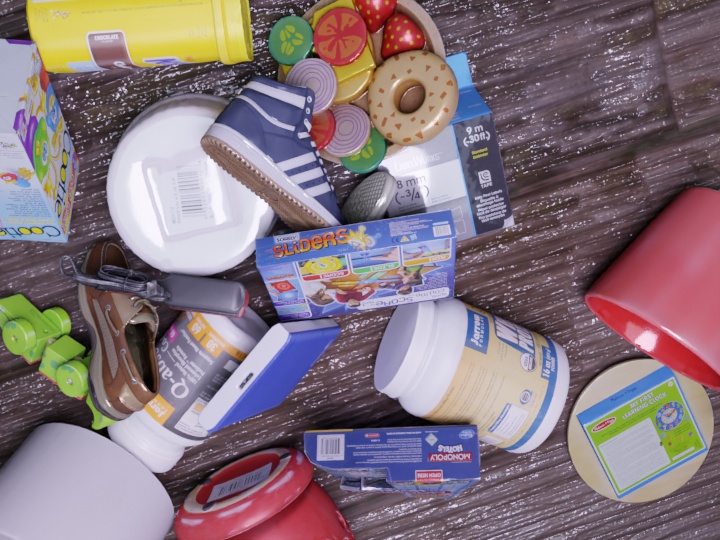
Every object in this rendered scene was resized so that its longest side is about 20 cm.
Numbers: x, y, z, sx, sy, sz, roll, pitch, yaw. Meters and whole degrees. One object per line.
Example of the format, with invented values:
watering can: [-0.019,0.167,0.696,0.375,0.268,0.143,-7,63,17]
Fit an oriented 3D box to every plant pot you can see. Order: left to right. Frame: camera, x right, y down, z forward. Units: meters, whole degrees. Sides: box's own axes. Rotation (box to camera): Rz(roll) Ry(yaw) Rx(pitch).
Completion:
plant pot: [-0.111,0.325,0.904,0.198,0.200,0.184,-22,97,-1]
plant pot: [0.395,0.014,0.891,0.200,0.200,0.178,36,89,-14]

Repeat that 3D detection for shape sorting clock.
shape sorting clock: [0.372,0.213,1.008,0.197,0.039,0.203,-1,105,-5]

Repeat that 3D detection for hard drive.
hard drive: [-0.094,0.111,0.848,0.025,0.200,0.132,41,97,11]

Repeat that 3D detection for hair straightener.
hair straightener: [-0.215,0.010,0.781,0.197,0.077,0.041,14,78,-3]

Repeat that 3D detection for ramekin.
ramekin: [-0.181,-0.090,0.834,0.198,0.098,0.203,-2,105,-7]

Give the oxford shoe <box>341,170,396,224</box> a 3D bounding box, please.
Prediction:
oxford shoe: [-0.004,-0.028,0.869,0.057,0.076,0.201,17,123,-20]

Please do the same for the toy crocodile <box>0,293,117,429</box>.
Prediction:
toy crocodile: [-0.342,0.097,0.855,0.199,0.067,0.062,36,114,9]

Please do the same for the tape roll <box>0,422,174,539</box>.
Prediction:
tape roll: [-0.330,0.291,0.849,0.200,0.140,0.204,13,132,15]

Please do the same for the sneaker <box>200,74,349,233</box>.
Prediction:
sneaker: [-0.059,-0.112,0.779,0.200,0.070,0.109,40,66,-30]

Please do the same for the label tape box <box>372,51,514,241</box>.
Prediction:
label tape box: [0.083,-0.133,0.871,0.142,0.063,0.202,-16,106,-2]

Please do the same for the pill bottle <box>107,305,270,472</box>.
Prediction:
pill bottle: [-0.197,0.128,0.879,0.116,0.116,0.201,38,98,-14]

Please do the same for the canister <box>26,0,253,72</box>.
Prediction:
canister: [-0.213,-0.248,0.765,0.197,0.149,0.088,-5,105,-3]

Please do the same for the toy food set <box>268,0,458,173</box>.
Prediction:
toy food set: [-0.004,-0.207,0.813,0.196,0.049,0.202,-22,83,14]

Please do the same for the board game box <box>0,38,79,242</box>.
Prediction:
board game box: [-0.353,-0.121,0.743,0.103,0.200,0.104,3,64,-8]

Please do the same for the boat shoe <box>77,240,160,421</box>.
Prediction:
boat shoe: [-0.256,0.060,0.834,0.073,0.076,0.202,-22,69,19]

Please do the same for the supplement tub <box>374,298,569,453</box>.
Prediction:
supplement tub: [0.130,0.119,0.901,0.198,0.145,0.146,22,101,-12]

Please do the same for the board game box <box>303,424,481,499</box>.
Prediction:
board game box: [0.050,0.238,0.914,0.197,0.200,0.062,-4,67,10]

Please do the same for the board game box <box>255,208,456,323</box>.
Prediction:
board game box: [0.000,0.000,0.795,0.197,0.136,0.035,-8,61,1]
